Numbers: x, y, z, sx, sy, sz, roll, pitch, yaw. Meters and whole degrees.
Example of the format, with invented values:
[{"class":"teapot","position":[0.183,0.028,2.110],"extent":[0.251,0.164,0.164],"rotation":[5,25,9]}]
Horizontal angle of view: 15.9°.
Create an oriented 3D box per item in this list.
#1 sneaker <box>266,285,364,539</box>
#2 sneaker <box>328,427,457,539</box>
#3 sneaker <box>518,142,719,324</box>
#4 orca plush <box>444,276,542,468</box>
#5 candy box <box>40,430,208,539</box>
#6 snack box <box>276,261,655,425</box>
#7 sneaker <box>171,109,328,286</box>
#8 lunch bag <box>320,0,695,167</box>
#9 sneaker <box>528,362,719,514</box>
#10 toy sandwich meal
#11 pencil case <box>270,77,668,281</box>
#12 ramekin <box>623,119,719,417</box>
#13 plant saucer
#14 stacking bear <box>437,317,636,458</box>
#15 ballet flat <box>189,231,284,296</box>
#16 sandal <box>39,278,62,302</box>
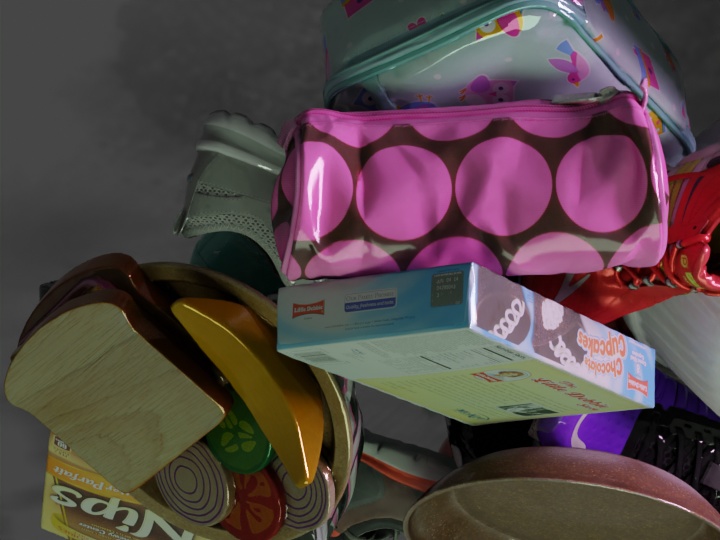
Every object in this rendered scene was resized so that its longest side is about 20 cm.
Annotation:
[{"class":"sneaker","position":[-0.033,0.083,1.500],"extent":[0.080,0.086,0.201],"rotation":[23,126,15]},{"class":"sneaker","position":[-0.022,0.133,1.599],"extent":[0.199,0.082,0.077],"rotation":[18,-178,30]},{"class":"sneaker","position":[0.167,-0.015,1.339],"extent":[0.200,0.085,0.077],"rotation":[-26,116,22]},{"class":"orca plush","position":[0.098,0.056,1.479],"extent":[0.105,0.071,0.200],"rotation":[23,117,-12]},{"class":"candy box","position":[-0.134,0.121,1.603],"extent":[0.115,0.055,0.200],"rotation":[22,149,3]},{"class":"snack box","position":[0.059,0.042,1.345],"extent":[0.116,0.037,0.200],"rotation":[-7,162,32]},{"class":"sneaker","position":[-0.010,-0.009,1.414],"extent":[0.200,0.082,0.075],"rotation":[27,177,1]},{"class":"lunch bag","position":[0.077,-0.092,1.372],"extent":[0.160,0.077,0.200],"rotation":[-24,141,23]},{"class":"sneaker","position":[0.184,0.101,1.501],"extent":[0.200,0.099,0.070],"rotation":[13,111,-51]},{"class":"toy sandwich meal","position":[-0.100,0.080,1.432],"extent":[0.204,0.070,0.206],"rotation":[14,124,21]},{"class":"pencil case","position":[0.053,-0.044,1.295],"extent":[0.199,0.091,0.094],"rotation":[-4,112,0]},{"class":"ramekin","position":[0.255,0.004,1.457],"extent":[0.199,0.105,0.201],"rotation":[-16,133,-18]},{"class":"plant saucer","position":[0.125,0.147,1.494],"extent":[0.200,0.037,0.201],"rotation":[8,152,4]},{"class":"stacking bear","position":[0.127,0.068,1.588],"extent":[0.113,0.122,0.200],"rotation":[-1,136,-24]},{"class":"ballet flat","position":[0.000,0.000,1.503],"extent":[0.199,0.067,0.071],"rotation":[10,127,-26]},{"class":"sandal","position":[-0.092,0.033,1.521],"extent":[0.199,0.045,0.075],"rotation":[8,-174,-23]}]
